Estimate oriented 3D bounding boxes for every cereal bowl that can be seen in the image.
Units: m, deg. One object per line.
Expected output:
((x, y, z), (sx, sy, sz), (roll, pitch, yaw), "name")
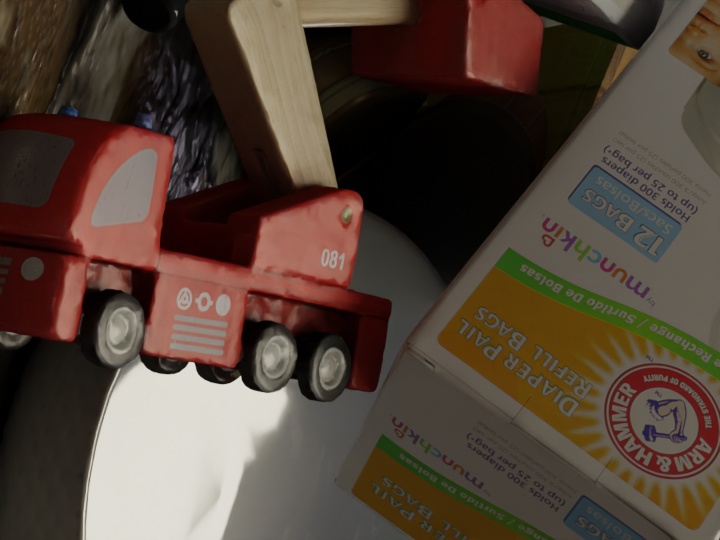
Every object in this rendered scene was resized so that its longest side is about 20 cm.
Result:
((-0.048, 0.072, 0.750), (0.200, 0.083, 0.201), (-7, 99, -50), "cereal bowl")

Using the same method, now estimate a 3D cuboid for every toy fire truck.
((-0.028, -0.036, 0.658), (0.200, 0.049, 0.142), (14, 85, -51), "toy fire truck")

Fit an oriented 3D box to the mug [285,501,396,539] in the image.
((0.020, 0.137, 0.905), (0.185, 0.114, 0.153), (-51, 157, -70), "mug")

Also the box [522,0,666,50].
((0.066, -0.191, 0.709), (0.201, 0.096, 0.176), (-69, 162, 1), "box")

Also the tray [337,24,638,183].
((0.036, -0.045, 0.917), (0.200, 0.037, 0.099), (-5, -125, 54), "tray")

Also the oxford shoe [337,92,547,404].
((0.000, 0.000, 0.844), (0.200, 0.071, 0.071), (-38, -175, 30), "oxford shoe")

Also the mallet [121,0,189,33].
((-0.032, -0.129, 0.760), (0.200, 0.066, 0.041), (-39, 144, -48), "mallet")

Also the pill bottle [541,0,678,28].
((0.148, -0.169, 1.014), (0.200, 0.113, 0.114), (-62, 167, -50), "pill bottle")

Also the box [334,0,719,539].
((0.097, 0.014, 0.735), (0.200, 0.112, 0.101), (-49, 172, -31), "box")

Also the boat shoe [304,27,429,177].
((-0.020, -0.069, 0.829), (0.074, 0.066, 0.200), (-36, 180, 3), "boat shoe")
